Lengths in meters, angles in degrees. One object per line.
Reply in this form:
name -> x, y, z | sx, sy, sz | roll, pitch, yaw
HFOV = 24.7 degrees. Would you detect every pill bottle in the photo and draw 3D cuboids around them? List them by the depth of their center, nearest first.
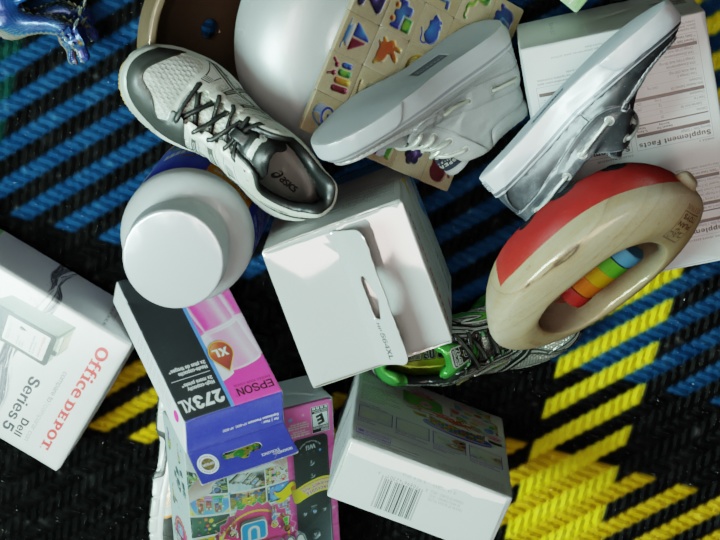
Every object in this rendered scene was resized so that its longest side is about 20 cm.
pill bottle -> -0.138, -0.041, 1.377 | 0.111, 0.200, 0.113 | 1, 108, 4

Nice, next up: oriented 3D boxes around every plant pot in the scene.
plant pot -> -0.107, -0.196, 1.370 | 0.200, 0.093, 0.202 | -13, 114, -31

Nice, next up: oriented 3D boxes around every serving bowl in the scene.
serving bowl -> -0.003, -0.188, 1.347 | 0.199, 0.066, 0.202 | -13, 114, -30

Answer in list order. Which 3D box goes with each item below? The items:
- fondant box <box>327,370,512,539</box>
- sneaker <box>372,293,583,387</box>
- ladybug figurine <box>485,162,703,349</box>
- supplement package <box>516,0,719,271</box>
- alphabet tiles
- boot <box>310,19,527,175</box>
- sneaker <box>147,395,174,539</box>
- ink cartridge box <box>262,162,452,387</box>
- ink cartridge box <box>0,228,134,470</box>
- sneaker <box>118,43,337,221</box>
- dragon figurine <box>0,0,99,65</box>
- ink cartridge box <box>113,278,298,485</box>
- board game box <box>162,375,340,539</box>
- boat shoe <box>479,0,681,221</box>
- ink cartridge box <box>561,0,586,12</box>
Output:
fondant box -> 0.052, 0.159, 1.425 | 0.143, 0.200, 0.059 | 21, 105, -3
sneaker -> 0.104, 0.069, 1.457 | 0.198, 0.085, 0.079 | -15, 104, 6
ladybug figurine -> 0.174, -0.017, 1.260 | 0.200, 0.135, 0.072 | -38, 61, 20
supplement package -> 0.221, -0.112, 1.364 | 0.149, 0.152, 0.202 | -11, 105, 8
alphabet tiles -> 0.050, -0.182, 1.340 | 0.166, 0.008, 0.201 | 20, 94, -38
boot -> 0.056, -0.114, 1.316 | 0.199, 0.073, 0.096 | -34, 117, -22
sneaker -> -0.151, 0.183, 1.510 | 0.079, 0.074, 0.202 | 7, 106, -1
ink cartridge box -> 0.000, 0.000, 1.383 | 0.124, 0.200, 0.129 | -19, 104, 8
ink cartridge box -> -0.315, 0.062, 1.478 | 0.199, 0.084, 0.146 | 31, 105, -6
sneaker -> -0.095, -0.110, 1.280 | 0.199, 0.088, 0.076 | 34, 85, -23
dragon figurine -> -0.308, -0.251, 1.403 | 0.099, 0.059, 0.201 | -33, 102, 11
ink cartridge box -> -0.134, 0.083, 1.421 | 0.094, 0.201, 0.037 | -16, 152, -25
board game box -> -0.095, 0.211, 1.481 | 0.147, 0.064, 0.202 | -12, 113, -23
boat shoe -> 0.180, -0.116, 1.249 | 0.068, 0.072, 0.200 | 42, 108, -5
ink cartridge box -> 0.111, -0.299, 1.321 | 0.200, 0.146, 0.048 | 39, 106, -8
